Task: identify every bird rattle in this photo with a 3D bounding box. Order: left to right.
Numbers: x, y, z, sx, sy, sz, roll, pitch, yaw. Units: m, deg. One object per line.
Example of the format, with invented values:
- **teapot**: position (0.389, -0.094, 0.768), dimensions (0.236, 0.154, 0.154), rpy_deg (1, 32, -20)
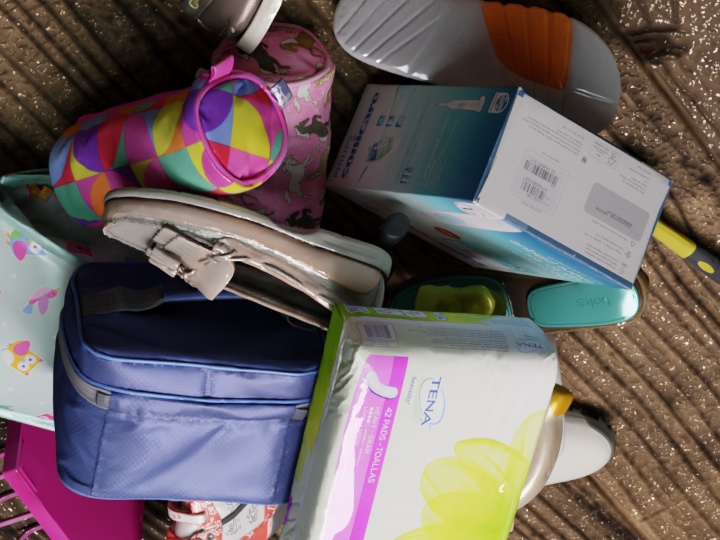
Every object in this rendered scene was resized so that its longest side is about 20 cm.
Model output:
- **bird rattle**: position (0.063, 0.110, 1.601), dimensions (0.201, 0.162, 0.112), rpy_deg (-63, 153, 5)

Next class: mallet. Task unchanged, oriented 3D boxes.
- **mallet**: position (0.000, 0.000, 1.597), dimensions (0.041, 0.200, 0.066), rpy_deg (39, 80, 0)
- **mallet**: position (0.251, -0.025, 1.701), dimensions (0.199, 0.041, 0.066), rpy_deg (24, 128, -29)

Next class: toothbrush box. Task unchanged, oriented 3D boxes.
- **toothbrush box**: position (0.092, -0.060, 1.541), dimensions (0.146, 0.200, 0.086), rpy_deg (27, 82, -30)

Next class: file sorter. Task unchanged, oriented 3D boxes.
- **file sorter**: position (-0.271, 0.184, 1.764), dimensions (0.125, 0.140, 0.201), rpy_deg (-17, 131, 14)

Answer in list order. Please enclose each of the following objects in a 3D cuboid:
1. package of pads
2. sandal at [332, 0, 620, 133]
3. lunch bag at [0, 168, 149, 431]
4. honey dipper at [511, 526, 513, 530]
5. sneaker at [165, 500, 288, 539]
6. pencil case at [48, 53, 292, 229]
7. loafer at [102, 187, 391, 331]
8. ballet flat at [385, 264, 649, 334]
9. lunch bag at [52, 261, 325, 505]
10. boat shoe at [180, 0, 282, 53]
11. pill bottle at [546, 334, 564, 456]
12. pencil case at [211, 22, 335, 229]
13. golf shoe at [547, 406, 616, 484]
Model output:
- **package of pads**: position (0.040, 0.124, 1.505), dimensions (0.153, 0.068, 0.201), rpy_deg (3, 116, -21)
- **sandal**: position (0.083, -0.151, 1.556), dimensions (0.205, 0.059, 0.080), rpy_deg (19, 86, 5)
- **lunch bag**: position (-0.226, 0.022, 1.638), dimensions (0.199, 0.122, 0.170), rpy_deg (22, 127, -29)
- **honey dipper**: position (0.029, 0.198, 1.874), dimensions (0.198, 0.038, 0.038), rpy_deg (2, 131, -3)
- **sneaker**: position (-0.140, 0.219, 1.789), dimensions (0.067, 0.202, 0.108), rpy_deg (16, 149, 42)
- **pencil case**: position (-0.131, -0.084, 1.516), dimensions (0.088, 0.089, 0.199), rpy_deg (34, 150, -30)
- **loafer**: position (-0.077, -0.004, 1.480), dimensions (0.198, 0.063, 0.072), rpy_deg (14, 163, -13)
- **ballet flat**: position (0.121, 0.016, 1.691), dimensions (0.198, 0.072, 0.068), rpy_deg (-8, 109, 15)
- **lunch bag**: position (-0.110, 0.070, 1.538), dimensions (0.198, 0.136, 0.133), rpy_deg (2, 122, -15)
- **boat shoe**: position (-0.052, -0.237, 1.462), dimensions (0.059, 0.072, 0.201), rpy_deg (27, 119, -8)
- **pill bottle**: position (0.055, 0.100, 1.737), dimensions (0.198, 0.112, 0.112), rpy_deg (-6, 131, -1)
- **pencil case**: position (-0.068, -0.081, 1.590), dimensions (0.086, 0.083, 0.201), rpy_deg (-18, 137, -28)
- **golf shoe**: position (0.113, 0.164, 1.817), dimensions (0.198, 0.088, 0.078), rpy_deg (-5, 130, -3)
